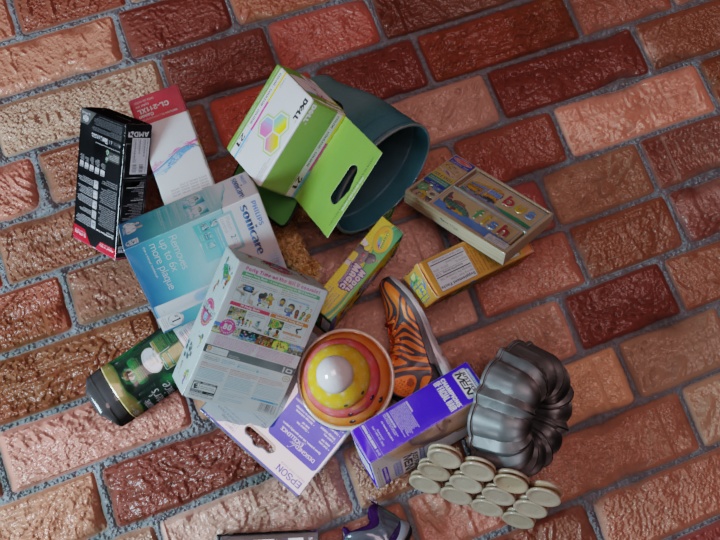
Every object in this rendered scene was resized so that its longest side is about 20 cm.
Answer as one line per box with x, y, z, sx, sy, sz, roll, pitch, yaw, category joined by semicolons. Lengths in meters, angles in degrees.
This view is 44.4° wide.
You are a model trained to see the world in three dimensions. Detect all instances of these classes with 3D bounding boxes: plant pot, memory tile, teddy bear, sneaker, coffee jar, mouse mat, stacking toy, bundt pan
-0.027;-0.194;1.357;0.200;0.201;0.188;-42;68;-13;plant pot
0.175;0.309;1.259;0.198;0.154;0.017;21;54;2;memory tile
-0.130;-0.052;1.355;0.143;0.066;0.203;-11;80;31;teddy bear
-0.012;0.423;1.255;0.087;0.075;0.200;35;60;16;sneaker
-0.300;0.143;1.286;0.199;0.104;0.086;-34;80;-11;coffee jar
-0.114;-0.181;1.311;0.161;0.007;0.202;37;105;39;mouse mat
-0.031;0.148;1.207;0.144;0.200;0.148;-1;82;7;stacking toy
0.054;0.114;1.335;0.111;0.078;0.202;-26;79;-11;sneaker
0.239;0.207;1.262;0.075;0.202;0.203;16;70;41;bundt pan

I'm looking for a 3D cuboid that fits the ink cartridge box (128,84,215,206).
-0.273;-0.154;1.343;0.082;0.146;0.202;-20;77;-9;ink cartridge box

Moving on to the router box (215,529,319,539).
-0.129;0.473;1.239;0.147;0.051;0.203;0;76;-6;router box

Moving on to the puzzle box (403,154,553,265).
0.183;-0.099;1.370;0.199;0.026;0.133;35;52;26;puzzle box

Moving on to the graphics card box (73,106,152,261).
-0.369;-0.130;1.302;0.125;0.050;0.203;23;112;40;graphics card box

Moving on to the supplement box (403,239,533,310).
0.167;-0.010;1.357;0.198;0.067;0.069;-22;77;-25;supplement box

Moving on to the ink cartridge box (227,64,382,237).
-0.080;-0.167;1.224;0.149;0.075;0.200;-55;50;17;ink cartridge box

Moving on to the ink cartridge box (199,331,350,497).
-0.102;0.195;1.320;0.197;0.047;0.200;40;78;5;ink cartridge box

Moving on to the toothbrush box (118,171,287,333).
-0.218;-0.027;1.242;0.198;0.148;0.085;-24;34;-10;toothbrush box

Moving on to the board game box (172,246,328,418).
-0.153;0.089;1.224;0.146;0.064;0.202;20;99;-31;board game box

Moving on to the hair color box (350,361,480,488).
0.090;0.227;1.284;0.198;0.110;0.065;-31;58;-10;hair color box

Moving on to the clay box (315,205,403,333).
0.000;0.000;1.341;0.047;0.115;0.200;39;77;6;clay box
